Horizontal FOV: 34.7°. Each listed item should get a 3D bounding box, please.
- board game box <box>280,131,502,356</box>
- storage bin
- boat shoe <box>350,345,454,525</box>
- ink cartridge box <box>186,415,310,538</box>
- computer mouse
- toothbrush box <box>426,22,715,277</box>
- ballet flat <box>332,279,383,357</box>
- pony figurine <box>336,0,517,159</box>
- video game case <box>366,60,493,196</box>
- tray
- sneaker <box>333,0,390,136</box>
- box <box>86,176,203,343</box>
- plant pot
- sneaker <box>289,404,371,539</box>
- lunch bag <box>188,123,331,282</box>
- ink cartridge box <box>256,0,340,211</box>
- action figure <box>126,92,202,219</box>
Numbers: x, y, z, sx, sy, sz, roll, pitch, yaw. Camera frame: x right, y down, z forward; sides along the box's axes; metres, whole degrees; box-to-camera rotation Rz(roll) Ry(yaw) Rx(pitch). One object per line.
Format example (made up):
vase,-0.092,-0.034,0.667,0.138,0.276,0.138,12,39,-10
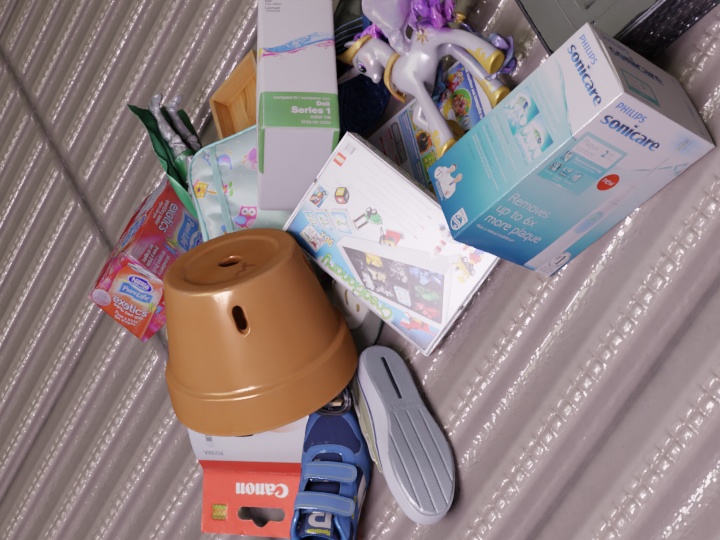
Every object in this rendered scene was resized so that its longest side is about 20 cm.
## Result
board game box,0.031,-0.027,1.151,0.199,0.035,0.127,40,105,12
storage bin,0.241,-0.275,1.012,0.200,0.093,0.136,-41,67,33
boat shoe,0.040,0.168,1.144,0.062,0.071,0.202,111,150,-44
ink cartridge box,-0.118,0.188,1.258,0.160,0.050,0.204,-3,80,25
computer mouse,-0.094,0.138,1.195,0.198,0.034,0.060,-12,73,33
toothbrush box,0.181,-0.098,1.006,0.200,0.145,0.086,-41,50,29
ballet flat,0.000,0.000,1.217,0.067,0.063,0.203,28,106,39
pony figurine,0.067,-0.234,1.171,0.200,0.165,0.195,43,117,30
video game case,0.071,-0.121,1.234,0.199,0.018,0.145,-37,51,35
tray,-0.134,-0.174,1.469,0.099,0.037,0.202,-42,50,31
sneaker,-0.005,-0.246,1.330,0.077,0.070,0.203,-1,70,52
box,-0.248,-0.023,1.438,0.099,0.095,0.201,-39,21,32
plant pot,-0.113,0.050,1.156,0.199,0.199,0.142,17,129,49
sneaker,-0.032,0.233,1.164,0.073,0.082,0.204,1,80,10
lunch bag,-0.111,-0.064,1.319,0.158,0.077,0.203,-19,66,6
ink cartridge box,-0.070,-0.188,1.240,0.146,0.082,0.203,100,168,-58
action figure,-0.207,-0.128,1.453,0.054,0.118,0.202,-34,80,29
